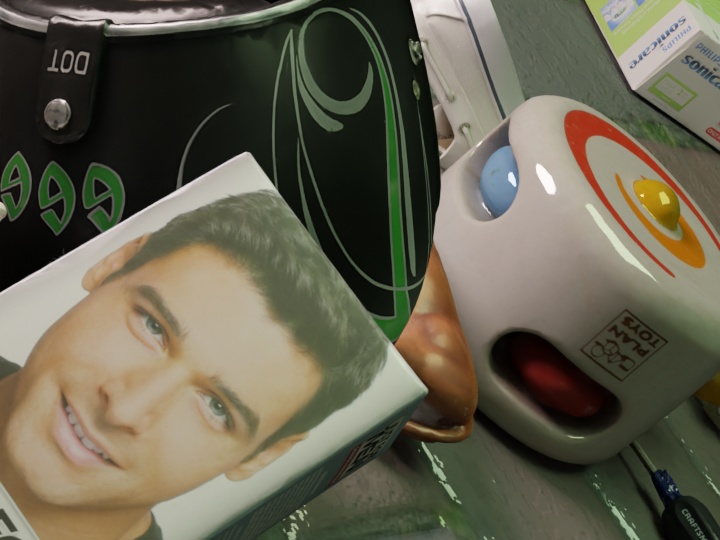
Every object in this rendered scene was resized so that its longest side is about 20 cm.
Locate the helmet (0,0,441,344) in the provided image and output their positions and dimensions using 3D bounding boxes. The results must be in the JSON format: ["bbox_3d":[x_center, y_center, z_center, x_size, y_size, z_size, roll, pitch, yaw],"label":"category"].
[{"bbox_3d":[-0.061,-0.027,0.798,0.200,0.200,0.191,-70,159,-65],"label":"helmet"}]

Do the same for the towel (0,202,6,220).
[{"bbox_3d":[-0.203,0.003,0.613,0.132,0.035,0.200,8,17,17],"label":"towel"}]

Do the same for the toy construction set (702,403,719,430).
[{"bbox_3d":[0.223,0.036,1.294,0.131,0.092,0.200,17,-15,21],"label":"toy construction set"}]

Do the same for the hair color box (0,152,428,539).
[{"bbox_3d":[-0.090,0.058,0.624,0.200,0.061,0.099,-32,77,-24],"label":"hair color box"}]

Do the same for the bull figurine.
[{"bbox_3d":[0.000,0.000,1.026,0.121,0.065,0.200,22,31,-39],"label":"bull figurine"}]

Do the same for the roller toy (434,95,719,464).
[{"bbox_3d":[0.122,0.003,1.138,0.200,0.140,0.182,56,25,18],"label":"roller toy"}]

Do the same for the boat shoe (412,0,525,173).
[{"bbox_3d":[0.063,-0.083,1.265,0.075,0.086,0.202,-107,176,-55],"label":"boat shoe"}]

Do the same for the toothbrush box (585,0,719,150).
[{"bbox_3d":[0.285,-0.224,1.868,0.146,0.086,0.200,27,29,-40],"label":"toothbrush box"}]

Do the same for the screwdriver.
[{"bbox_3d":[0.166,0.104,1.198,0.028,0.029,0.200,18,38,-51],"label":"screwdriver"}]
